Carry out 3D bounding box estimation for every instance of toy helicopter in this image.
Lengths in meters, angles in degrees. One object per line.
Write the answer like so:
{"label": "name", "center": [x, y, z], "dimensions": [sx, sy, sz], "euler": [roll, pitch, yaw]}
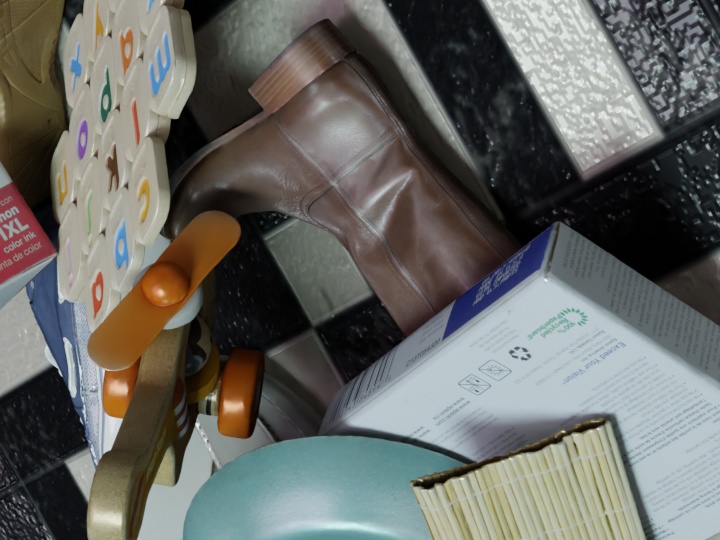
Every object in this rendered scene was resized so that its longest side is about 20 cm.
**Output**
{"label": "toy helicopter", "center": [-0.097, 0.058, 1.083], "dimensions": [0.078, 0.200, 0.133], "euler": [10, 122, 4]}

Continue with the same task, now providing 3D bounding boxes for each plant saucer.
{"label": "plant saucer", "center": [0.005, 0.162, 1.105], "dimensions": [0.199, 0.036, 0.201], "euler": [7, 134, 7]}

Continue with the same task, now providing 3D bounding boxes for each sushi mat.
{"label": "sushi mat", "center": [0.094, 0.152, 1.055], "dimensions": [0.012, 0.095, 0.201], "euler": [-109, -2, -50]}

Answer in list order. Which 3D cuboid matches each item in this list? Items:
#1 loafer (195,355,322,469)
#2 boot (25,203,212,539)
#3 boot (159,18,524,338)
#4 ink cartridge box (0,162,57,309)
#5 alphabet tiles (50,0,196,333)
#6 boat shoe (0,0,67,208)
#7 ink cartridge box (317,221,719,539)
{"label": "loafer", "center": [-0.034, 0.133, 1.215], "dimensions": [0.200, 0.070, 0.070], "euler": [49, 137, 11]}
{"label": "boot", "center": [-0.142, 0.059, 1.288], "dimensions": [0.090, 0.072, 0.201], "euler": [16, 115, 46]}
{"label": "boot", "center": [0.000, 0.000, 1.121], "dimensions": [0.200, 0.064, 0.186], "euler": [49, 139, 5]}
{"label": "ink cartridge box", "center": [-0.272, -0.057, 1.245], "dimensions": [0.201, 0.083, 0.146], "euler": [58, 152, 0]}
{"label": "alphabet tiles", "center": [-0.125, -0.076, 1.150], "dimensions": [0.200, 0.015, 0.197], "euler": [123, 145, -47]}
{"label": "boat shoe", "center": [-0.208, -0.128, 1.234], "dimensions": [0.069, 0.071, 0.201], "euler": [26, 130, 29]}
{"label": "ink cartridge box", "center": [0.111, 0.082, 1.046], "dimensions": [0.199, 0.043, 0.196], "euler": [32, 140, -16]}
